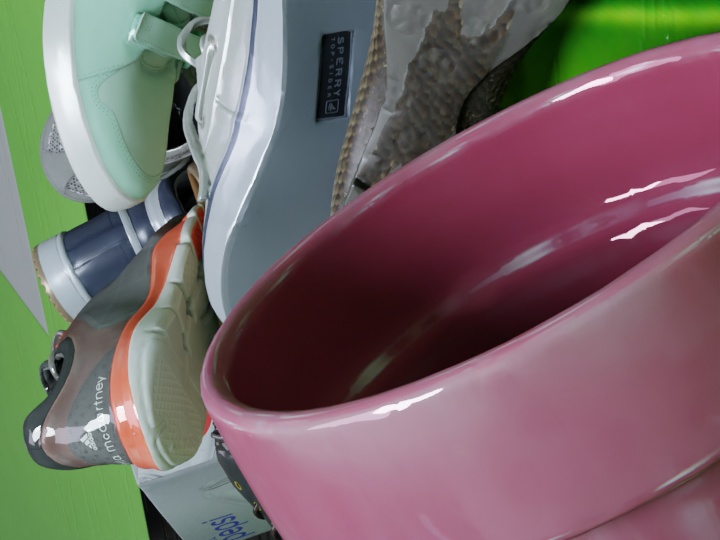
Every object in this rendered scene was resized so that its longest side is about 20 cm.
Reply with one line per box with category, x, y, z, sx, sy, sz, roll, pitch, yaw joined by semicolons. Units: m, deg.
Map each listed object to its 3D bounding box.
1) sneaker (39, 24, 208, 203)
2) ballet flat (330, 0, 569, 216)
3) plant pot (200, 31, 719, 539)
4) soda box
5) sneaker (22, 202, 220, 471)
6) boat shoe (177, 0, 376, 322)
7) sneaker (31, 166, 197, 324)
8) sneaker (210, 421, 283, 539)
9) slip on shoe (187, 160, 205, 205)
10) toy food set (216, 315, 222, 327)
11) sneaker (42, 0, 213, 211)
sneaker;-0.110;-0.081;0.931;0.200;0.082;0.075;-30;97;48
ballet flat;0.033;-0.079;0.681;0.047;0.067;0.201;-84;9;-54
plant pot;0.080;0.056;0.556;0.180;0.199;0.200;60;163;-18
soda box;-0.086;0.104;1.080;0.200;0.068;0.064;79;172;-70
sneaker;-0.106;0.028;0.870;0.200;0.081;0.078;-71;-34;-68
boat shoe;-0.038;-0.074;0.748;0.086;0.074;0.203;47;140;45
sneaker;-0.110;-0.002;1.151;0.070;0.108;0.200;63;-172;14
sneaker;-0.006;0.133;0.920;0.106;0.075;0.202;0;101;32
slip on shoe;-0.055;0.013;1.015;0.076;0.060;0.201;53;153;39
toy food set;0.000;0.000;0.815;0.200;0.048;0.199;-36;66;47
sneaker;-0.064;-0.123;0.805;0.074;0.117;0.202;-1;-85;-71
